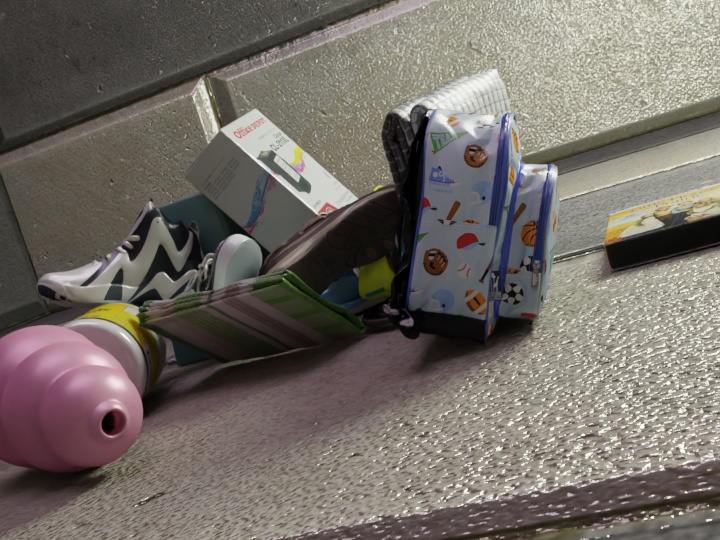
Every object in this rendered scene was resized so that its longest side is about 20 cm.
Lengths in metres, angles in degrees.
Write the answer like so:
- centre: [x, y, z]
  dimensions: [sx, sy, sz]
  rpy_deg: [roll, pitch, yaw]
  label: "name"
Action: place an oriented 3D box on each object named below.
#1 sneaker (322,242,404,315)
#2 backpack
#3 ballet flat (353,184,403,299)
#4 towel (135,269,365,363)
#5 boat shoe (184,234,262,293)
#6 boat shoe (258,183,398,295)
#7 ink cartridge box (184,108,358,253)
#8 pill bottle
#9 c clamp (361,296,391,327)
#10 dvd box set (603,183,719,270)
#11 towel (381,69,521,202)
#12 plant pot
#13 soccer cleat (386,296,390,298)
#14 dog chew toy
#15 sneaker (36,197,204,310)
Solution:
- centre: [0.000, 0.000, 1.119]
  dimensions: [0.199, 0.091, 0.078]
  rpy_deg: [-24, 8, -21]
  label: "sneaker"
- centre: [0.098, -0.044, 0.774]
  dimensions: [0.152, 0.192, 0.200]
  rpy_deg: [-1, 8, 5]
  label: "backpack"
- centre: [0.019, -0.034, 1.043]
  dimensions: [0.067, 0.067, 0.201]
  rpy_deg: [-33, 28, 20]
  label: "ballet flat"
- centre: [-0.114, 0.050, 0.928]
  dimensions: [0.199, 0.031, 0.149]
  rpy_deg: [-14, -29, 30]
  label: "towel"
- centre: [-0.154, 0.015, 0.994]
  dimensions: [0.074, 0.068, 0.200]
  rpy_deg: [-54, -13, -23]
  label: "boat shoe"
- centre: [-0.031, -0.036, 0.959]
  dimensions: [0.199, 0.075, 0.073]
  rpy_deg: [-33, 38, -8]
  label: "boat shoe"
- centre: [-0.102, -0.098, 1.117]
  dimensions: [0.083, 0.200, 0.146]
  rpy_deg: [-47, 6, 23]
  label: "ink cartridge box"
- centre: [-0.271, 0.095, 0.962]
  dimensions: [0.110, 0.112, 0.200]
  rpy_deg: [-18, 5, -2]
  label: "pill bottle"
- centre: [0.102, 0.022, 0.967]
  dimensions: [0.198, 0.027, 0.171]
  rpy_deg: [-15, 12, 17]
  label: "c clamp"
- centre: [0.327, -0.051, 0.913]
  dimensions: [0.145, 0.030, 0.200]
  rpy_deg: [-16, 7, 21]
  label: "dvd box set"
- centre: [0.109, -0.099, 0.955]
  dimensions: [0.085, 0.202, 0.165]
  rpy_deg: [-6, 18, 37]
  label: "towel"
- centre: [-0.179, -0.004, 1.158]
  dimensions: [0.140, 0.202, 0.141]
  rpy_deg: [-14, 7, 22]
  label: "plant pot"
- centre: [0.099, -0.023, 1.065]
  dimensions: [0.198, 0.086, 0.069]
  rpy_deg: [-18, 6, -6]
  label: "soccer cleat"
- centre: [-0.249, 0.113, 0.743]
  dimensions: [0.124, 0.126, 0.199]
  rpy_deg: [-22, 16, -36]
  label: "dog chew toy"
- centre: [-0.278, -0.022, 1.053]
  dimensions: [0.197, 0.131, 0.079]
  rpy_deg: [0, -10, -14]
  label: "sneaker"
